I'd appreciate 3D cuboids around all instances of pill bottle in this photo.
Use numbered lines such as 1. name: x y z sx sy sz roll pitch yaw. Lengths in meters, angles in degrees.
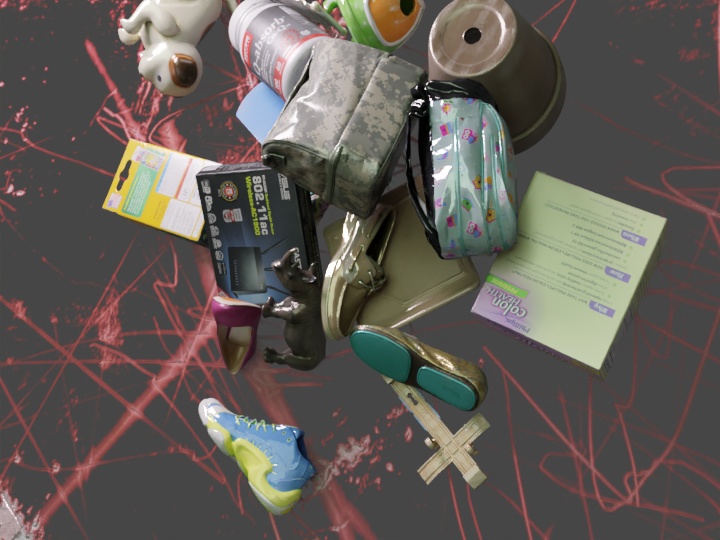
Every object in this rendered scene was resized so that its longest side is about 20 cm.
1. pill bottle: -0.112 -0.329 1.237 0.116 0.116 0.200 -48 52 3

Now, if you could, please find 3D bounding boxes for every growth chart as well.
1. growth chart: -0.118 -0.418 1.260 0.198 0.145 0.018 29 97 10

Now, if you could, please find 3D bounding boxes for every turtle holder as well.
1. turtle holder: 0.027 -0.395 1.228 0.130 0.186 0.142 -25 100 13

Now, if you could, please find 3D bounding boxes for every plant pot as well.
1. plant pot: 0.168 -0.275 1.110 0.197 0.173 0.204 -6 74 20

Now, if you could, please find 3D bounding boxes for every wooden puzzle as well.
1. wooden puzzle: 0.055 -0.019 1.163 0.183 0.037 0.202 -27 64 13

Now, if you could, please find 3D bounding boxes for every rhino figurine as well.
1. rhino figurine: -0.088 0.056 1.130 0.086 0.060 0.203 5 121 4

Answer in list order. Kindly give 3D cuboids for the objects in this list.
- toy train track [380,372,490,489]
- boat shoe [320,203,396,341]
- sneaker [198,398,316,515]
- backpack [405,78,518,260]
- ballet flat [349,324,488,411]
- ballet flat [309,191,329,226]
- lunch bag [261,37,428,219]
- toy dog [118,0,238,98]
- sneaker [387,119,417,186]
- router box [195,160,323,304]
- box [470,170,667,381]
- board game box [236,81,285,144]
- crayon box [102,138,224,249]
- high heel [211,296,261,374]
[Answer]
1. toy train track: 0.093 0.202 1.087 0.115 0.032 0.200 -44 65 5
2. boat shoe: 0.000 0.000 1.121 0.064 0.072 0.203 7 70 27
3. sneaker: -0.137 0.237 1.153 0.105 0.076 0.200 -40 73 -7
4. backpack: 0.129 -0.116 1.005 0.125 0.167 0.203 -8 71 18
5. ballet flat: 0.080 0.121 1.095 0.198 0.071 0.072 25 85 18
6. ballet flat: -0.120 -0.063 1.228 0.197 0.069 0.072 -18 88 20
7. lunch bag: -0.021 -0.193 1.068 0.166 0.140 0.202 25 68 3
8. toy dog: -0.303 -0.385 1.347 0.139 0.191 0.204 -6 75 56
9. sneaker: 0.023 -0.167 1.196 0.200 0.092 0.077 -44 30 -17
10. router box: -0.140 -0.053 1.171 0.147 0.062 0.203 -3 108 16
11. box: 0.265 0.007 1.039 0.174 0.097 0.202 24 84 25
12. board game box: -0.090 -0.230 1.264 0.157 0.039 0.200 -34 57 -13
13. crayon box: -0.303 -0.125 1.315 0.197 0.052 0.128 18 83 23
14. high heel: -0.177 0.092 1.132 0.066 0.200 0.098 13 81 -3
